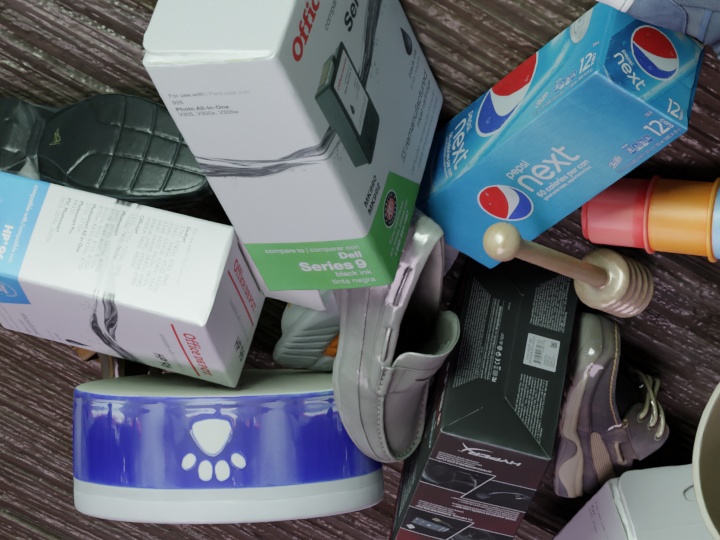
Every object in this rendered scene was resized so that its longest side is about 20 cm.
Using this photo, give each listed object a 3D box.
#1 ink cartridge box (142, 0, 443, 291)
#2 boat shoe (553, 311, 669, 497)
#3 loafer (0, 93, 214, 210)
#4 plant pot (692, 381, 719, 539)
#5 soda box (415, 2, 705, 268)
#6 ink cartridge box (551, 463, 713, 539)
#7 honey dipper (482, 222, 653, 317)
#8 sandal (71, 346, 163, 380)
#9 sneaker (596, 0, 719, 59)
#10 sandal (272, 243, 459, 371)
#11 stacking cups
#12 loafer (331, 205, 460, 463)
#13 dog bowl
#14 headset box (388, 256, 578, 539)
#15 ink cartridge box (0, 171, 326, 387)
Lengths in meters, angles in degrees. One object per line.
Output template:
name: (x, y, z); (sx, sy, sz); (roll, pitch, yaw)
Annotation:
ink cartridge box: (-0.034, -0.106, 1.617); (0.084, 0.147, 0.200); (-1, 143, 23)
boat shoe: (0.164, 0.085, 1.889); (0.073, 0.075, 0.200); (2, 153, 2)
loafer: (-0.168, -0.065, 1.803); (0.199, 0.073, 0.072); (8, 155, 27)
plant pot: (0.330, 0.151, 1.832); (0.186, 0.188, 0.200); (-4, 153, 25)
soda box: (0.110, -0.079, 1.673); (0.068, 0.064, 0.200); (29, 143, -19)
ink cartridge box: (0.202, 0.210, 1.981); (0.146, 0.086, 0.200); (-5, 155, -24)
honey dipper: (0.122, -0.002, 1.719); (0.038, 0.038, 0.200); (-5, 171, 26)
sandal: (-0.168, 0.033, 1.933); (0.054, 0.080, 0.201); (20, 147, 22)
sneaker: (0.216, -0.168, 1.482); (0.146, 0.077, 0.202); (29, 155, 0)
sandal: (0.008, 0.001, 1.831); (0.079, 0.060, 0.207); (7, 148, -23)
stacking cups: (0.231, -0.032, 1.710); (0.199, 0.061, 0.061); (8, 145, 19)
loafer: (0.024, 0.043, 1.742); (0.069, 0.070, 0.201); (20, 139, 25)
dog bowl: (-0.085, 0.110, 1.853); (0.199, 0.079, 0.200); (-2, -177, 0)
headset box: (0.076, 0.099, 1.860); (0.077, 0.149, 0.200); (15, 147, -4)
ink cartridge box: (-0.130, 0.011, 1.768); (0.199, 0.068, 0.116); (13, 162, 13)
